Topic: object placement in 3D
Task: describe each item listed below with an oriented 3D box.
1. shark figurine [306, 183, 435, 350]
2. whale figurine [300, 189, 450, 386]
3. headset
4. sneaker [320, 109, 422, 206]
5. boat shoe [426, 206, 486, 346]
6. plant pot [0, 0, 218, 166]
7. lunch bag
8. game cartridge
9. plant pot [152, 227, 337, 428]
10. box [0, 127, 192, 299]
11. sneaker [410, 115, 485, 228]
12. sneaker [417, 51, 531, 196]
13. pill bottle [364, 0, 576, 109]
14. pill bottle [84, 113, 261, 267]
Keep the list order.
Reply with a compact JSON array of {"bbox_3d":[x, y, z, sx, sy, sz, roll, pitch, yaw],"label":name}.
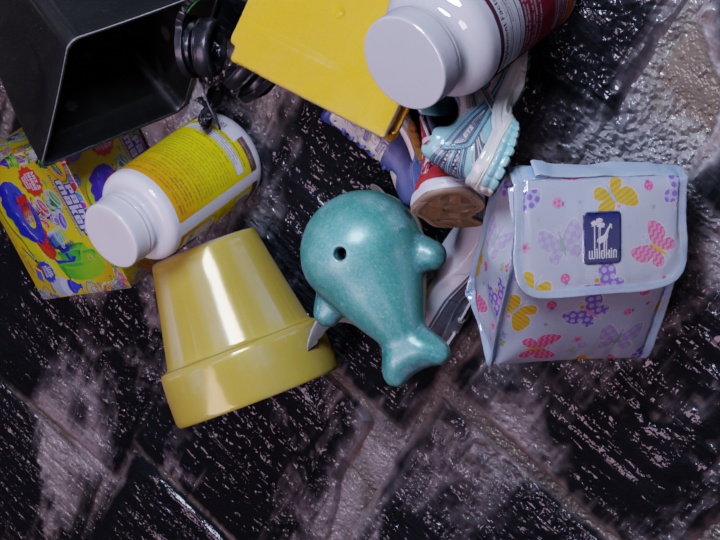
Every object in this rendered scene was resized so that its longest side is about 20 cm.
[{"bbox_3d":[-0.014,-0.005,1.804,0.214,0.089,0.129,-40,73,53],"label":"shark figurine"},{"bbox_3d":[0.014,0.016,1.683,0.159,0.104,0.201,-27,80,20],"label":"whale figurine"},{"bbox_3d":[-0.138,-0.231,1.771,0.123,0.094,0.200,23,133,-2],"label":"headset"},{"bbox_3d":[0.008,-0.151,1.667,0.075,0.088,0.201,-110,0,-77],"label":"sneaker"},{"bbox_3d":[0.108,0.016,1.739,0.067,0.072,0.200,20,128,-15],"label":"boat shoe"},{"bbox_3d":[-0.298,-0.267,1.816,0.178,0.199,0.200,49,143,20],"label":"plant pot"},{"bbox_3d":[0.197,-0.013,1.523,0.128,0.169,0.201,-105,19,-45],"label":"lunch bag"},{"bbox_3d":[-0.014,-0.243,1.597,0.199,0.032,0.177,30,97,26],"label":"game cartridge"},{"bbox_3d":[-0.149,0.060,1.934,0.200,0.200,0.190,-20,89,50],"label":"plant pot"},{"bbox_3d":[-0.341,-0.086,2.044,0.192,0.122,0.201,-8,114,46],"label":"box"},{"bbox_3d":[0.085,-0.106,1.579,0.071,0.200,0.113,0,85,6],"label":"sneaker"},{"bbox_3d":[0.099,-0.159,1.502,0.086,0.201,0.078,21,132,-10],"label":"sneaker"},{"bbox_3d":[0.094,-0.222,1.449,0.113,0.200,0.113,25,135,28],"label":"pill bottle"},{"bbox_3d":[-0.209,-0.086,1.852,0.109,0.200,0.110,25,135,28],"label":"pill bottle"}]
